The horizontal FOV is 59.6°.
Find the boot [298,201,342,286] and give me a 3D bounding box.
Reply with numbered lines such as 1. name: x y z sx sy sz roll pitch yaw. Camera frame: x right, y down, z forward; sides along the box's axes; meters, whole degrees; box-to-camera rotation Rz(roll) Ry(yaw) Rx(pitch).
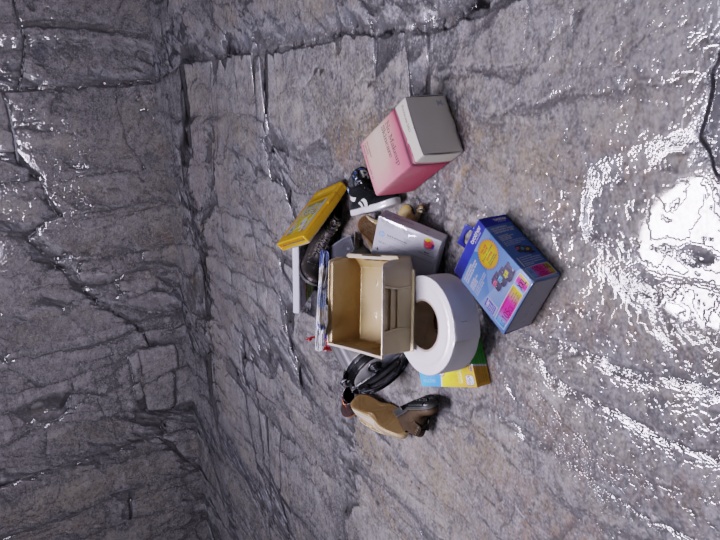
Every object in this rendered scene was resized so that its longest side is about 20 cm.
1. boot: -0.100 -0.079 1.682 0.175 0.068 0.203 -54 26 42

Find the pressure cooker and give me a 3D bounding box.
1. pressure cooker: 0.021 0.194 1.531 0.202 0.175 0.178 57 140 33

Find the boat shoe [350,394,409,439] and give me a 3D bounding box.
1. boat shoe: 0.059 0.390 1.643 0.198 0.073 0.070 22 143 45

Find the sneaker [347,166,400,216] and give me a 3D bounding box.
1. sneaker: 0.021 -0.196 1.507 0.199 0.072 0.115 -4 97 61

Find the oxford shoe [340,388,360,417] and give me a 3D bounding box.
1. oxford shoe: -0.029 0.356 1.767 0.072 0.071 0.202 59 144 30

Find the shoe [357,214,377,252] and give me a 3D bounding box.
1. shoe: 0.060 -0.048 1.518 0.069 0.053 0.203 -34 66 11

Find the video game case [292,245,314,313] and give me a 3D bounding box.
1. video game case: -0.163 -0.005 1.816 0.182 0.022 0.205 -62 -25 -68

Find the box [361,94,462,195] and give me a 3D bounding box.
1. box: 0.102 -0.258 1.317 0.199 0.107 0.131 -34 70 58

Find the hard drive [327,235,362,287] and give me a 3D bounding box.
1. hard drive: -0.041 -0.008 1.702 0.199 0.041 0.138 -32 72 58

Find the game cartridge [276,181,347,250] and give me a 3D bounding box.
1. game cartridge: -0.129 -0.147 1.683 0.032 0.202 0.175 40 156 -21

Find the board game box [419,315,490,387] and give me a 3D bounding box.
1. board game box: 0.190 0.174 1.373 0.199 0.040 0.157 -17 84 59

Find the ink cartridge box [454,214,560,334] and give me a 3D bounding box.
1. ink cartridge box: 0.258 -0.006 1.171 0.202 0.075 0.138 57 143 36

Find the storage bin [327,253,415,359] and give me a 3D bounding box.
1. storage bin: 0.020 0.068 1.347 0.198 0.092 0.205 5 95 54

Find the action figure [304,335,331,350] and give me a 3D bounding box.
1. action figure: -0.092 0.185 1.802 0.066 0.097 0.201 63 148 25

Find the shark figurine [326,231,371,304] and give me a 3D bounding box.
1. shark figurine: -0.009 0.002 1.508 0.088 0.215 0.130 20 138 20

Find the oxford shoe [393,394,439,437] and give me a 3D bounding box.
1. oxford shoe: 0.144 0.344 1.482 0.086 0.071 0.200 68 160 14

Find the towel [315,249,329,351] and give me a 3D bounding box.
1. towel: -0.089 0.073 1.466 0.148 0.023 0.205 101 171 -63

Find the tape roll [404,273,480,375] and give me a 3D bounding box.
1. tape roll: 0.157 0.110 1.298 0.201 0.069 0.209 9 100 59

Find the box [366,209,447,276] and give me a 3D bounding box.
1. box: 0.096 -0.013 1.401 0.153 0.041 0.204 23 125 18

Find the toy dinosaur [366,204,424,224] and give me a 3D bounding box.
1. toy dinosaur: 0.093 -0.099 1.454 0.198 0.057 0.104 -10 76 52
